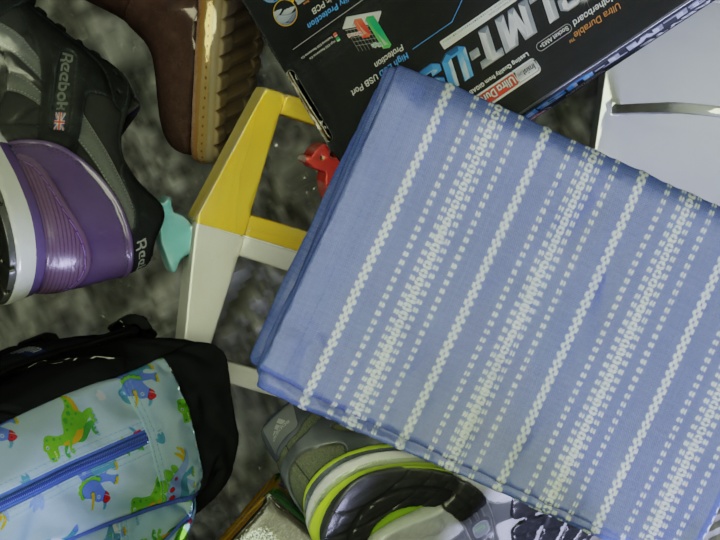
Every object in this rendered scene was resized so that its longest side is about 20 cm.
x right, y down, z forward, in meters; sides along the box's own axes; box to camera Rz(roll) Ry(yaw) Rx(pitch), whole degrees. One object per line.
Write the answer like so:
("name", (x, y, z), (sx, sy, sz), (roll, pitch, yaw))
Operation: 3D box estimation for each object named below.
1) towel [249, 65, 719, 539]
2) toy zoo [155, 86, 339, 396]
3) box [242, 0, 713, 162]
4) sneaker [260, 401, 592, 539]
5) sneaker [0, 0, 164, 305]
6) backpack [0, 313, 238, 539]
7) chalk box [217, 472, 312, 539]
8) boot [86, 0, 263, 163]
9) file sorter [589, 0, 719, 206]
("towel", (0.071, 0.019, 1.116), (0.200, 0.024, 0.145), (24, 90, -1))
("toy zoo", (0.000, 0.000, 1.226), (0.200, 0.020, 0.132), (17, 90, -17))
("box", (0.037, -0.158, 1.138), (0.200, 0.050, 0.199), (-34, 85, 23))
("sneaker", (0.040, 0.087, 1.191), (0.074, 0.200, 0.081), (-54, 52, 19))
("sneaker", (-0.147, -0.079, 1.205), (0.087, 0.076, 0.200), (-10, 68, -27))
("backpack", (-0.169, 0.105, 1.150), (0.163, 0.200, 0.154), (-8, 88, 40))
("chalk box", (-0.003, 0.202, 1.208), (0.200, 0.124, 0.124), (42, 90, 0))
("boot", (-0.131, -0.147, 1.248), (0.166, 0.072, 0.201), (-1, 92, 14))
("file sorter", (0.175, -0.017, 1.190), (0.138, 0.125, 0.201), (8, 90, -9))
